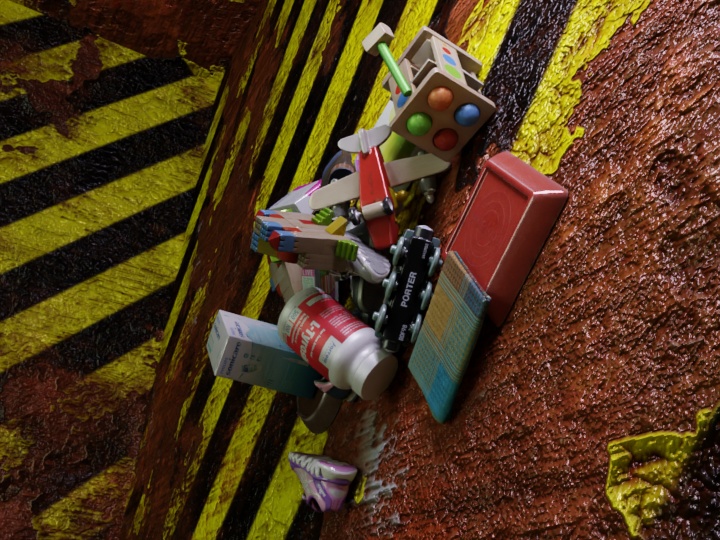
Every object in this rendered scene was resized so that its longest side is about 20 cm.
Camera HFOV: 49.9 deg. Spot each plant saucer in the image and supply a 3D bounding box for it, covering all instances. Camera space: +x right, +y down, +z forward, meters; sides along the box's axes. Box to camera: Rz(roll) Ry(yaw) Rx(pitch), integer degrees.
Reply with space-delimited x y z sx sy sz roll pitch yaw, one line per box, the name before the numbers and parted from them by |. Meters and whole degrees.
plant saucer | 0.184 -0.055 1.077 0.202 0.036 0.200 -66 23 17
plant saucer | -0.079 0.214 1.505 0.200 0.034 0.202 -50 32 46

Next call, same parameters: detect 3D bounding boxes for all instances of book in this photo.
book | -0.079 0.030 1.456 0.134 0.047 0.202 -60 -30 -64

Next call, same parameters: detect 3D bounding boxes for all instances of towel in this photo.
towel | 0.123 0.092 1.083 0.147 0.021 0.202 -117 39 -58

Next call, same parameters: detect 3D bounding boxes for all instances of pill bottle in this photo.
pill bottle | -0.037 0.122 1.279 0.199 0.112 0.113 35 109 33

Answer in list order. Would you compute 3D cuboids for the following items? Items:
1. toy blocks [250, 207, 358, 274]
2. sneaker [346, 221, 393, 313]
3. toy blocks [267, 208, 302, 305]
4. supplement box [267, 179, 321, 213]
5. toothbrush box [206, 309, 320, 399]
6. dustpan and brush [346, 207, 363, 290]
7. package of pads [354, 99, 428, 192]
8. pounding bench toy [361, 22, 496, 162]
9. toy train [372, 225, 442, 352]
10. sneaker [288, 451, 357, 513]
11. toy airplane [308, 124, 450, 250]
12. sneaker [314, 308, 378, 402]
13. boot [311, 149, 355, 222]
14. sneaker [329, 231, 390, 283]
toy blocks | -0.112 -0.052 1.252 0.200 0.135 0.101 35 117 55
sneaker | 0.000 0.000 1.388 0.106 0.075 0.202 -20 44 37
toy blocks | -0.150 -0.004 1.588 0.137 0.099 0.202 -46 60 62
supplement box | -0.113 -0.128 1.705 0.101 0.104 0.200 -38 13 -18
toothbrush box | -0.184 0.160 1.486 0.086 0.198 0.146 -68 23 9
dustpan and brush | -0.026 -0.017 1.542 0.140 0.057 0.201 -51 23 29
package of pads | 0.063 -0.225 1.451 0.201 0.068 0.156 -56 29 35
pounding bench toy | 0.094 -0.293 1.237 0.124 0.198 0.157 -47 31 34
toy train | 0.074 0.028 1.215 0.114 0.084 0.202 -57 -18 -86
sneaker | -0.074 0.364 1.330 0.200 0.080 0.090 173 105 -65
toy airplane | 0.031 -0.145 1.331 0.199 0.141 0.200 31 83 33
sneaker | -0.022 0.126 1.367 0.070 0.081 0.202 -9 65 69
boot | -0.053 -0.148 1.566 0.097 0.074 0.201 -86 18 -50
sneaker | -0.015 -0.011 1.303 0.083 0.074 0.200 -64 30 7
